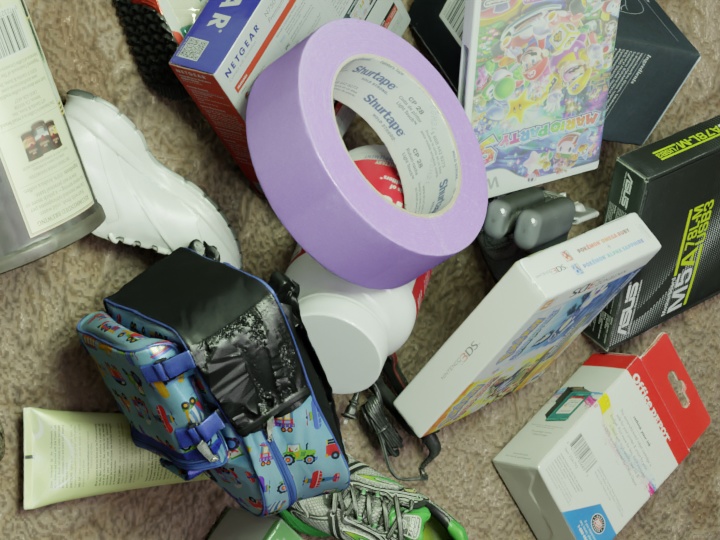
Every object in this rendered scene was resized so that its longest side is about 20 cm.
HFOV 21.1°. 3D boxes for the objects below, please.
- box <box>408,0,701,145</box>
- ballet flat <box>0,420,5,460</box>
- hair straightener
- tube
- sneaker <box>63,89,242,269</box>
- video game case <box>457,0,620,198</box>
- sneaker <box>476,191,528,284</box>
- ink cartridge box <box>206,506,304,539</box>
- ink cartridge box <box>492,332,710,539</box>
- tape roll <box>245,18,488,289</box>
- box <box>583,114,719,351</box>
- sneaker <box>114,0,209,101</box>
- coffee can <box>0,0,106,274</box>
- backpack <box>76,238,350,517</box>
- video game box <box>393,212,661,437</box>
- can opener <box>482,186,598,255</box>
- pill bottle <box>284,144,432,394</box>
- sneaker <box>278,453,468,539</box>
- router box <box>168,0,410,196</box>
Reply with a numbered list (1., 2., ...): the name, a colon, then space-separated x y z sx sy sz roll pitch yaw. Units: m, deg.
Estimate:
1. box: 0.167 -0.204 1.688 0.199 0.149 0.108 5 130 -35
2. ballet flat: -0.322 0.067 1.411 0.067 0.046 0.201 -44 115 -28
3. hair straightener: 0.008 0.109 1.664 0.077 0.041 0.201 -43 118 -28
4. tube: -0.173 0.140 1.524 0.198 0.052 0.058 -2 50 -33
5. sneaker: -0.175 -0.051 1.515 0.200 0.074 0.087 42 79 -21
6. video game case: 0.143 -0.155 1.582 0.142 0.018 0.201 -16 130 -24
7. sneaker: 0.106 -0.059 1.688 0.114 0.075 0.202 -17 95 -57
8. ink cartridge box: -0.062 0.313 1.578 0.200 0.087 0.146 48 64 -28
9. ink cartridge box: 0.228 0.159 1.800 0.200 0.067 0.117 -42 114 -28
10. tape roll: 0.007 -0.090 1.487 0.199 0.065 0.202 26 49 -34
11. box: 0.299 -0.043 1.806 0.192 0.047 0.201 -24 138 -36
12. sneaker: -0.148 -0.241 1.530 0.093 0.070 0.202 -32 111 -41
13. coffee can: -0.283 -0.106 1.378 0.146 0.146 0.202 -27 105 -33
14. backpack: -0.100 0.098 1.454 0.134 0.182 0.201 -33 115 -20
15. video game box: 0.142 0.046 1.644 0.181 0.200 0.047 -18 64 -47
16. can opener: 0.147 -0.032 1.601 0.200 0.053 0.068 -20 127 -67
17. pill bottle: 0.000 0.000 1.563 0.112 0.112 0.201 49 37 -25
18. sneaker: 0.012 0.198 1.632 0.199 0.085 0.079 24 76 -33
19. router box: -0.051 -0.186 1.564 0.201 0.049 0.180 -60 145 -20
